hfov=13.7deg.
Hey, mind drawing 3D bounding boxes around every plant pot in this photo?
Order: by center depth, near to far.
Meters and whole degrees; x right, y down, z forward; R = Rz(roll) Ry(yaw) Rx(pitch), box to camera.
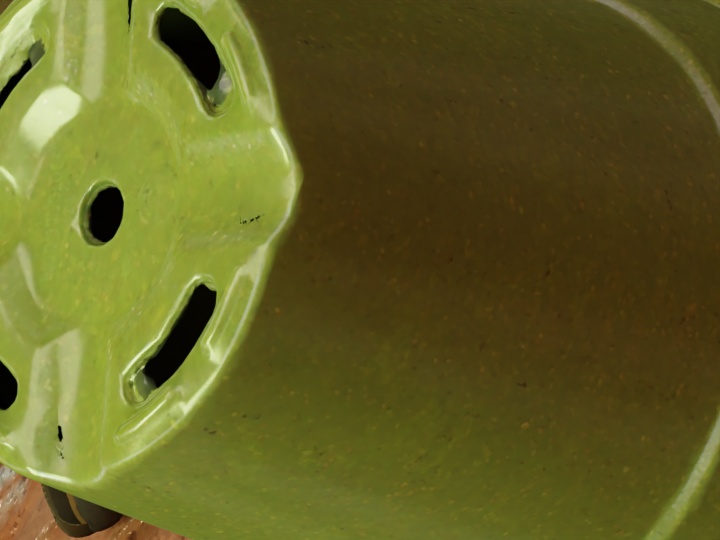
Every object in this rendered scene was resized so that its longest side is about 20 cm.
[{"bbox_3d":[0.000,0.000,0.730,0.199,0.189,0.202,-12,72,40],"label":"plant pot"}]

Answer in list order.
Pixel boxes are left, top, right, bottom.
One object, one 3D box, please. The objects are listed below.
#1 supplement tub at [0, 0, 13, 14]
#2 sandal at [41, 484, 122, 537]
[{"bbox_3d":[-0.168,-0.076,1.079,0.144,0.199,0.145,-35,41,38],"label":"supplement tub"},{"bbox_3d":[-0.084,-0.010,0.998,0.082,0.054,0.202,-39,-54,-81],"label":"sandal"}]
